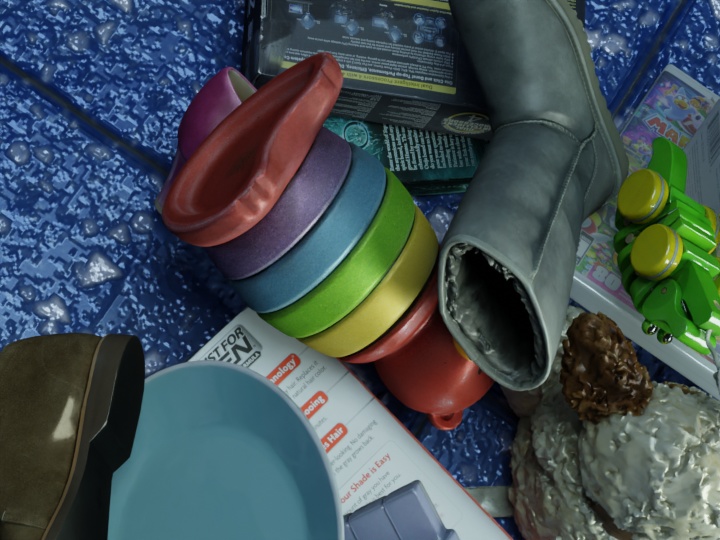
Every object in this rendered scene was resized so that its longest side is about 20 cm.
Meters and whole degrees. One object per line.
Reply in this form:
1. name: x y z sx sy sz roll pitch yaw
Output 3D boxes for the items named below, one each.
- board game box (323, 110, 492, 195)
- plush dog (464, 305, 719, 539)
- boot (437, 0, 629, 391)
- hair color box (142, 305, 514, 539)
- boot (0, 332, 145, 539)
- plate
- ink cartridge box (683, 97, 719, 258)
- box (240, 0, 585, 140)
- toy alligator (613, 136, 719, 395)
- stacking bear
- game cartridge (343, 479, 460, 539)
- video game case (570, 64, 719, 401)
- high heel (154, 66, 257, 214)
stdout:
1. board game box: 0.026 -0.142 1.612 0.135 0.028 0.201 -4 73 -17
2. plush dog: 0.154 0.112 1.482 0.200 0.172 0.161 35 66 -3
3. boot: 0.075 -0.058 1.454 0.182 0.072 0.200 57 38 -16
4. hair color box: -0.022 0.118 1.489 0.200 0.061 0.101 47 66 2
5. boot: -0.169 0.123 1.388 0.075 0.074 0.201 6 60 11
6. plate: -0.081 0.147 1.411 0.026 0.200 0.201 12 63 -51
7. ink cartridge box: 0.251 -0.074 1.506 0.067 0.200 0.117 12 51 -15
8. box: 0.034 -0.165 1.580 0.199 0.049 0.162 7 68 -15
9. toy alligator: 0.170 0.011 1.474 0.059 0.054 0.200 28 38 -35
10. stacking bear: 0.000 0.000 1.454 0.200 0.114 0.122 43 56 -20
11. game cartridge: 0.024 0.225 1.426 0.129 0.038 0.200 -27 94 14
12. video game case: 0.200 -0.024 1.592 0.143 0.018 0.200 34 48 3
13. high heel: -0.014 -0.035 1.523 0.200 0.096 0.067 29 30 3
